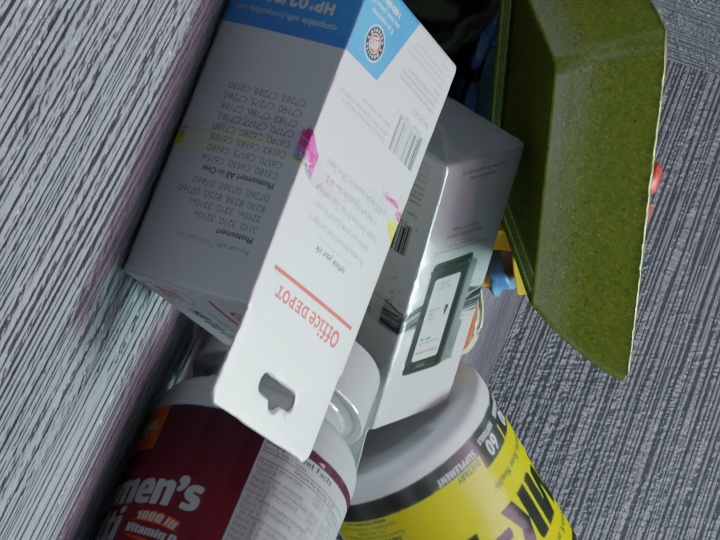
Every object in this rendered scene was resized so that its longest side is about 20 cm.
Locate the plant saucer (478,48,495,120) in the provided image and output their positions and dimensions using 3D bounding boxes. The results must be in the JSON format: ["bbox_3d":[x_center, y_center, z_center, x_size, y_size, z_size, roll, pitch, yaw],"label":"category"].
[{"bbox_3d":[0.093,-0.116,1.559,0.200,0.027,0.201,-161,-90,-82],"label":"plant saucer"}]

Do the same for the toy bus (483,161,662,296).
[{"bbox_3d":[0.096,-0.048,1.769,0.136,0.191,0.201,-61,170,-62],"label":"toy bus"}]

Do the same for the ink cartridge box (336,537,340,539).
[{"bbox_3d":[-0.007,0.215,1.638,0.145,0.199,0.084,-22,131,-81],"label":"ink cartridge box"}]

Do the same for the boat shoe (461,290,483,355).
[{"bbox_3d":[0.030,-0.050,1.477,0.062,0.071,0.201,15,63,-58],"label":"boat shoe"}]

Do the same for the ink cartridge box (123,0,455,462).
[{"bbox_3d":[-0.036,-0.028,1.176,0.115,0.068,0.201,42,66,-62],"label":"ink cartridge box"}]

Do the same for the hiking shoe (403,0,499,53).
[{"bbox_3d":[0.063,-0.192,1.432,0.200,0.076,0.101,-36,149,-20],"label":"hiking shoe"}]

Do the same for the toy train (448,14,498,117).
[{"bbox_3d":[0.045,-0.144,1.568,0.114,0.086,0.201,137,-29,-85],"label":"toy train"}]

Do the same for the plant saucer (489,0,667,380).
[{"bbox_3d":[0.104,-0.076,1.365,0.200,0.048,0.201,-105,-165,-58],"label":"plant saucer"}]

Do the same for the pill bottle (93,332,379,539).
[{"bbox_3d":[-0.067,0.122,1.291,0.110,0.109,0.201,97,14,-62],"label":"pill bottle"}]

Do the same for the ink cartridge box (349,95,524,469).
[{"bbox_3d":[0.000,0.000,1.392,0.068,0.116,0.201,-16,131,-46],"label":"ink cartridge box"}]

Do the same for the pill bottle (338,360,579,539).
[{"bbox_3d":[0.062,0.159,1.475,0.200,0.114,0.114,58,34,-23],"label":"pill bottle"}]
